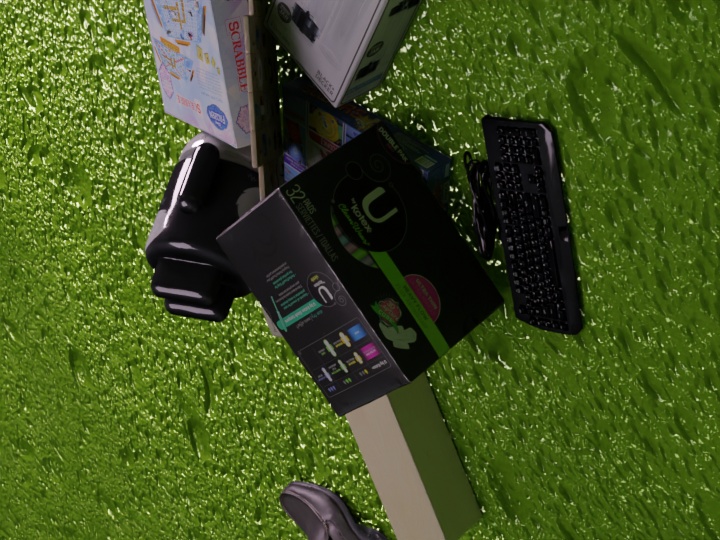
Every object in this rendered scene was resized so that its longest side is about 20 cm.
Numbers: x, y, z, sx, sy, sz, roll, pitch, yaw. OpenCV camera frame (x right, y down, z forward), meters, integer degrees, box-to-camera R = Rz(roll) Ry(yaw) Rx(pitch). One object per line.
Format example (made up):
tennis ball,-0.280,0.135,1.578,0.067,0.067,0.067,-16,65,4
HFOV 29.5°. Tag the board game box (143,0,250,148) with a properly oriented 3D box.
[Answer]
board game box,-0.163,-0.241,1.369,0.200,0.041,0.201,31,134,57

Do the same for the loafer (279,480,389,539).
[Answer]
loafer,-0.036,0.322,1.641,0.200,0.072,0.073,29,137,38

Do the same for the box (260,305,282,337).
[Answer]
box,-0.022,0.028,1.411,0.199,0.068,0.083,2,117,51

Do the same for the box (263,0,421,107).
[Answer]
box,-0.006,-0.253,1.190,0.117,0.060,0.200,49,145,16

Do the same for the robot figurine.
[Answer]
robot figurine,-0.146,-0.050,1.407,0.124,0.201,0.150,25,155,-18

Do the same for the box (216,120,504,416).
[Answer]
box,0.000,0.000,1.224,0.201,0.148,0.124,55,142,-2

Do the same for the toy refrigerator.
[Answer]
toy refrigerator,0.051,0.185,1.434,0.076,0.070,0.201,-11,107,47

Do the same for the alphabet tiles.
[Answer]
alphabet tiles,-0.090,-0.169,1.279,0.166,0.006,0.202,-66,-27,-80

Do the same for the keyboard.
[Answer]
keyboard,0.133,-0.034,1.190,0.104,0.040,0.201,14,124,46

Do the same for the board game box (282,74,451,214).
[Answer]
board game box,0.002,-0.089,1.322,0.200,0.034,0.136,35,139,33
